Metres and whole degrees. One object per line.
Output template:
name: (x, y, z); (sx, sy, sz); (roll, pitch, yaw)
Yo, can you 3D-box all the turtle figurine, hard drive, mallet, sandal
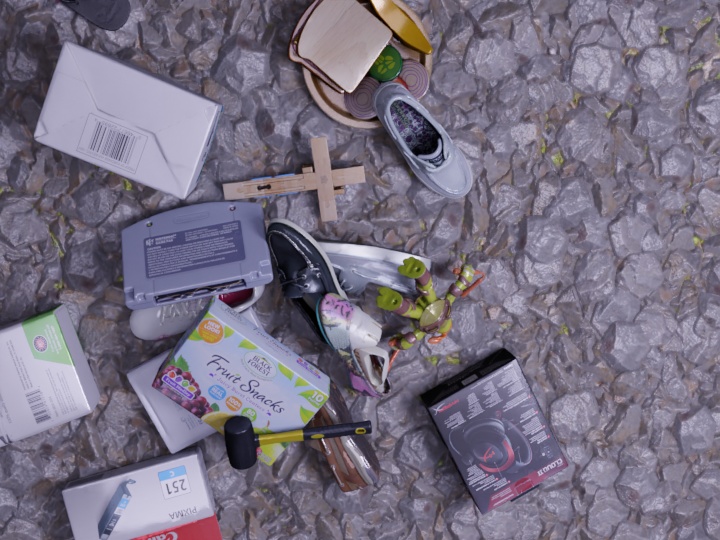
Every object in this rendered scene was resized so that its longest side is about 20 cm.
turtle figurine: (0.085, 0.059, 1.333); (0.200, 0.065, 0.161); (-42, 142, 7)
hard drive: (-0.208, 0.154, 1.355); (0.197, 0.025, 0.134); (-27, 101, 7)
mallet: (-0.085, 0.210, 1.282); (0.196, 0.041, 0.067); (-13, 118, 2)
sandal: (-0.395, -0.385, 1.274); (0.197, 0.045, 0.076); (27, 94, -9)

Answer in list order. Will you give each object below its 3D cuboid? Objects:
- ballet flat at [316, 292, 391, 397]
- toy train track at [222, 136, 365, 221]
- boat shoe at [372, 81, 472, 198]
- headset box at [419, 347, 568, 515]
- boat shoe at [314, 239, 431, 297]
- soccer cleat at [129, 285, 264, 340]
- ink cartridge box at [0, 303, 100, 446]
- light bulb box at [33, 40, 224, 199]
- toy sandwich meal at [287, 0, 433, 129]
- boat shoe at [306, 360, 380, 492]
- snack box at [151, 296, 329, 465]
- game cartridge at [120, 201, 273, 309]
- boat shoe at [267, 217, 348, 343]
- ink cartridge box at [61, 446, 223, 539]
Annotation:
ballet flat: (0.002, 0.104, 1.323); (0.070, 0.070, 0.202); (5, 139, 26)
toy train track: (-0.092, -0.124, 1.349); (0.196, 0.033, 0.117); (-7, 105, 1)
boat shoe: (0.088, -0.165, 1.313); (0.070, 0.072, 0.201); (-39, 117, 8)
headset box: (0.196, 0.240, 1.400); (0.147, 0.075, 0.202); (-29, 99, -2)
boat shoe: (0.000, 0.000, 1.352); (0.197, 0.070, 0.073); (9, 93, -10)
soccer cleat: (-0.225, 0.042, 1.324); (0.197, 0.086, 0.071); (-22, 100, -3)
ink cartridge box: (-0.474, 0.151, 1.312); (0.197, 0.084, 0.148); (-19, 98, -4)
light bulb box: (-0.284, -0.190, 1.232); (0.195, 0.200, 0.127); (22, 96, -8)
toy sandwich meal: (0.006, -0.292, 1.316); (0.201, 0.070, 0.210); (-1, 97, -6)
boat shoe: (-0.047, 0.225, 1.373); (0.071, 0.076, 0.202); (-30, 88, 13)
snack box: (-0.158, 0.150, 1.302); (0.199, 0.053, 0.143); (36, 109, -13)
game cartridge: (-0.221, -0.026, 1.304); (0.196, 0.041, 0.135); (-11, 61, -2)
boat shoe: (-0.076, 0.021, 1.311); (0.067, 0.073, 0.201); (-58, 137, -34)
ink cartridge box: (-0.302, 0.363, 1.378); (0.196, 0.045, 0.180); (-15, 97, -4)
